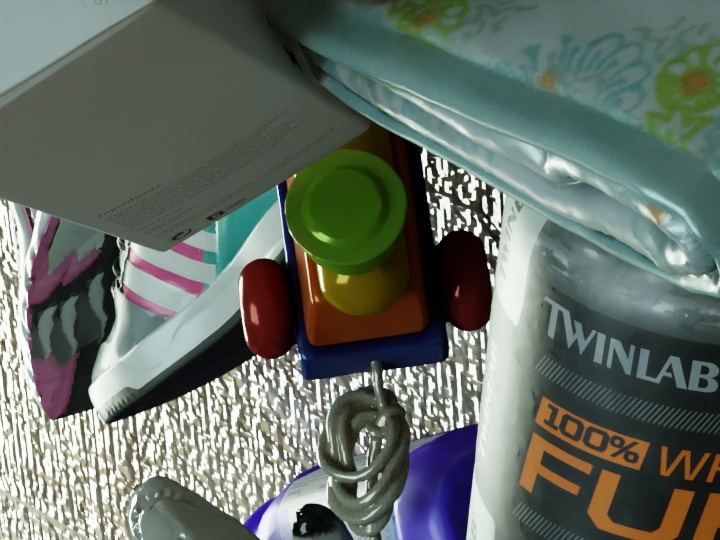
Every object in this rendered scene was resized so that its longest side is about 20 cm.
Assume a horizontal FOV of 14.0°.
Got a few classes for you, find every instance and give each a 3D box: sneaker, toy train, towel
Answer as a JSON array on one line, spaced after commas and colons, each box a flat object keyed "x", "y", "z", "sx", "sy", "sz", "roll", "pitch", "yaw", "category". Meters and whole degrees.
[{"x": -0.069, "y": -0.032, "z": 1.099, "sx": 0.121, "sy": 0.083, "sz": 0.200, "roll": 59, "pitch": 137, "yaw": 13, "category": "sneaker"}, {"x": 0.000, "y": 0.000, "z": 0.940, "sx": 0.116, "sy": 0.084, "sz": 0.201, "roll": 79, "pitch": -177, "yaw": -74, "category": "toy train"}, {"x": -0.111, "y": -0.042, "z": 1.185, "sx": 0.086, "sy": 0.080, "sz": 0.201, "roll": -144, "pitch": 55, "yaw": -59, "category": "sneaker"}, {"x": 0.086, "y": -0.089, "z": 0.773, "sx": 0.200, "sy": 0.171, "sz": 0.048, "roll": 32, "pitch": 161, "yaw": 46, "category": "towel"}]

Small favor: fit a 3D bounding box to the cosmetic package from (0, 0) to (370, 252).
[{"x": -0.079, "y": -0.077, "z": 0.812, "sx": 0.108, "sy": 0.085, "sz": 0.200, "roll": 62, "pitch": -170, "yaw": 12, "category": "cosmetic package"}]

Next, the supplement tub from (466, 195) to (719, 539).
[{"x": 0.096, "y": 0.033, "z": 0.849, "sx": 0.122, "sy": 0.122, "sz": 0.201, "roll": 36, "pitch": 133, "yaw": 43, "category": "supplement tub"}]

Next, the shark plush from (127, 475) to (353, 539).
[{"x": -0.004, "y": 0.149, "z": 1.033, "sx": 0.200, "sy": 0.091, "sz": 0.083, "roll": 39, "pitch": 173, "yaw": -17, "category": "shark plush"}]

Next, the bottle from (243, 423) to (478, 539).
[{"x": 0.004, "y": 0.108, "z": 1.072, "sx": 0.200, "sy": 0.065, "sz": 0.084, "roll": -19, "pitch": 95, "yaw": 57, "category": "bottle"}]
